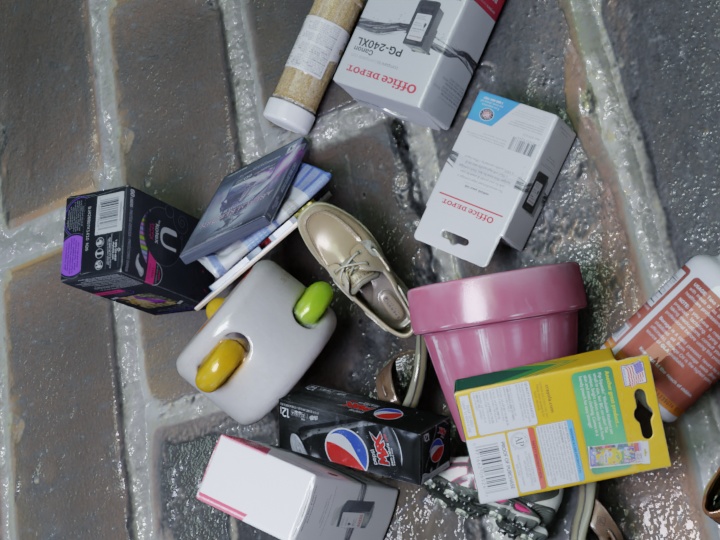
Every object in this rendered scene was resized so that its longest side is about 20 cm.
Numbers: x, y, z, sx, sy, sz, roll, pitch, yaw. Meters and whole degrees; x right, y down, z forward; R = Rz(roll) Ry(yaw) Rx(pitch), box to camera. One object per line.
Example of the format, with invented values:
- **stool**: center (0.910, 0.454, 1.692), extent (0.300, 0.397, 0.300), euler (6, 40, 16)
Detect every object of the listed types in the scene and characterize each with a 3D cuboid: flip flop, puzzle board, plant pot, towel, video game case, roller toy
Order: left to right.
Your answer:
- **video game case**: center (-0.150, -0.094, 1.641), extent (0.143, 0.019, 0.200), euler (-24, 25, 28)
- **roller toy**: center (-0.134, 0.086, 1.540), extent (0.140, 0.182, 0.200), euler (40, 69, -5)
- **towel**: center (-0.133, -0.071, 1.625), extent (0.200, 0.024, 0.147), euler (-41, 20, -6)
- **puzzle board**: center (-0.126, -0.030, 1.615), extent (0.200, 0.151, 0.017), euler (-40, 94, 13)
- **flip flop**: center (0.041, 0.151, 1.488), extent (0.058, 0.081, 0.200), euler (19, 100, 4)
- **plant pot**: center (0.161, 0.094, 1.395), extent (0.200, 0.200, 0.179), euler (-10, 86, 27)
- **flip flop**: center (0.257, 0.276, 1.343), extent (0.058, 0.081, 0.200), euler (7, 73, 12)

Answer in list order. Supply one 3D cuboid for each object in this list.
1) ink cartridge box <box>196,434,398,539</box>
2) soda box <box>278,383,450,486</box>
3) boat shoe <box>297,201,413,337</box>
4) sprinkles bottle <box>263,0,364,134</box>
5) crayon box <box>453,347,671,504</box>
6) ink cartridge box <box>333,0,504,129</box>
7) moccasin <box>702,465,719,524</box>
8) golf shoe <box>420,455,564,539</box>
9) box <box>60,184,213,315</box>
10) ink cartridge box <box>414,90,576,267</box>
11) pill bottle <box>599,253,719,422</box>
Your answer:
- **ink cartridge box**: center (-0.069, 0.262, 1.460), extent (0.146, 0.200, 0.085), euler (18, 85, 32)
- **soda box**: center (0.002, 0.186, 1.435), extent (0.200, 0.071, 0.063), euler (9, 108, 34)
- **boat shoe**: center (0.000, 0.000, 1.512), extent (0.072, 0.065, 0.200), euler (-38, 101, 7)
- **sprinkles bottle**: center (-0.063, -0.287, 1.694), extent (0.068, 0.068, 0.200), euler (22, 87, 33)
- **crayon box**: center (0.208, 0.158, 1.291), extent (0.200, 0.052, 0.126), euler (-12, 101, 8)
- **ink cartridge box**: center (0.076, -0.299, 1.599), extent (0.145, 0.083, 0.200), euler (22, 87, 33)
- **moccasin**: center (0.419, 0.173, 1.274), extent (0.201, 0.078, 0.074), euler (-51, 42, 9)
- **golf shoe**: center (0.141, 0.242, 1.434), extent (0.200, 0.077, 0.088), euler (19, 63, 33)
- **box**: center (-0.292, -0.022, 1.671), extent (0.106, 0.200, 0.122), euler (-8, 72, 28)
- **ink cartridge box**: center (0.162, -0.103, 1.512), extent (0.116, 0.067, 0.200), euler (25, 88, 33)
- **pill bottle**: center (0.361, 0.057, 1.324), extent (0.200, 0.112, 0.112), euler (-46, 59, 11)
